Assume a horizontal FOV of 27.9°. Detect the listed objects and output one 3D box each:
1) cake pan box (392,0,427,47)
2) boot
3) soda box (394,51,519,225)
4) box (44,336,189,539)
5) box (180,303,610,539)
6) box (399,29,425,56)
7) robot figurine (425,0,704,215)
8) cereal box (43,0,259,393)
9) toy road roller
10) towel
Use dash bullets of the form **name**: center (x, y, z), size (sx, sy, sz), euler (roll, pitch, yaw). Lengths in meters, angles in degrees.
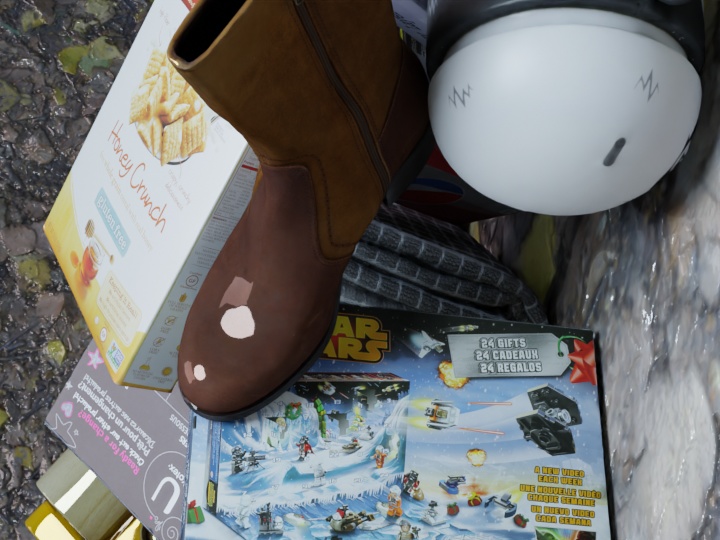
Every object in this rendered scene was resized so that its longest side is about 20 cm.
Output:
- **cake pan box**: center (0.051, -0.214, 0.723), size (0.199, 0.052, 0.186), euler (24, -91, -58)
- **boot**: center (-0.035, -0.040, 0.593), size (0.189, 0.068, 0.200), euler (-49, -20, -8)
- **soda box**: center (0.014, -0.083, 0.816), size (0.070, 0.198, 0.064), euler (-11, 69, 47)
- **box**: center (-0.065, 0.088, 0.869), size (0.116, 0.132, 0.199), euler (-58, -29, 9)
- **box**: center (0.017, 0.086, 0.684), size (0.040, 0.197, 0.139), euler (109, 166, -57)
- **box**: center (0.035, -0.173, 1.198), size (0.161, 0.044, 0.202), euler (110, 163, -48)
- **robot figurine**: center (0.092, -0.124, 0.641), size (0.150, 0.123, 0.203), euler (57, -146, -64)
- **cereal box**: center (-0.092, -0.060, 0.745), size (0.201, 0.039, 0.144), euler (-60, 40, 21)
- **toy road roller**: center (-0.120, 0.193, 0.998), size (0.123, 0.200, 0.146), euler (-45, -12, -10)
- **towel**: center (0.000, 0.000, 0.835), size (0.166, 0.198, 0.087), euler (-121, 52, -73)
